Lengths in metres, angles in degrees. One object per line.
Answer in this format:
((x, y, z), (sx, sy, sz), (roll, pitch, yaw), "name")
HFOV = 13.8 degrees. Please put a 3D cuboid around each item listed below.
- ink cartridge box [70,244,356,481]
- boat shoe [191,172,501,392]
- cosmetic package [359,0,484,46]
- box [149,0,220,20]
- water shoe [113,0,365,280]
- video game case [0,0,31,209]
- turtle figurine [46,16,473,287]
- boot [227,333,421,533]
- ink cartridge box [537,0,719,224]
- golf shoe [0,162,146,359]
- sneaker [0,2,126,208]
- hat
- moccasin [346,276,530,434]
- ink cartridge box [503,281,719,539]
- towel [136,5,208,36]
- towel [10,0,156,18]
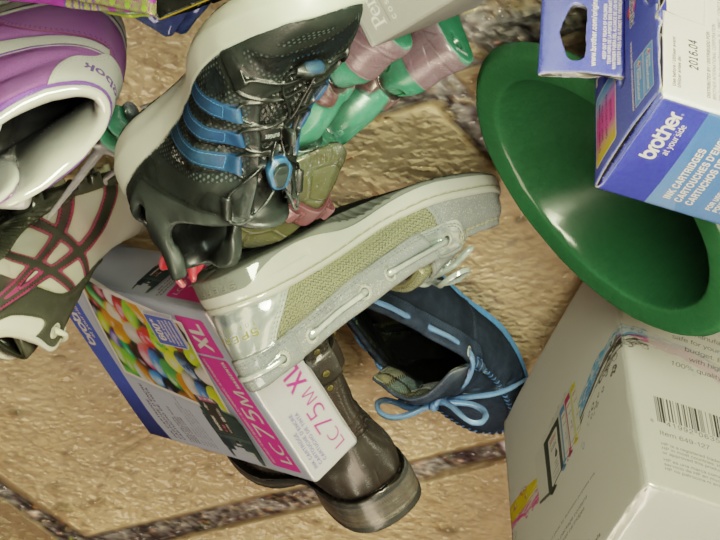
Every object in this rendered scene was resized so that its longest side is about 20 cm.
((-0.095, 0.044, 1.584), (0.200, 0.042, 0.120), (14, 141, 56), "ink cartridge box")
((0.001, 0.000, 1.494), (0.074, 0.065, 0.201), (-15, -173, 43), "boat shoe")
((0.067, -0.184, 1.232), (0.200, 0.090, 0.107), (-30, 88, 39), "cosmetic package")
((-0.026, -0.208, 1.199), (0.199, 0.049, 0.161), (-17, 95, 34), "box")
((-0.041, -0.061, 1.281), (0.071, 0.079, 0.200), (-17, 166, -30), "water shoe")
((-0.251, -0.118, 1.406), (0.199, 0.023, 0.183), (3, 120, -6), "video game case")
((-0.046, -0.066, 1.427), (0.200, 0.150, 0.101), (-35, 89, 23), "turtle figurine")
((-0.048, 0.045, 1.647), (0.200, 0.069, 0.175), (23, 146, 55), "boot")
((0.180, -0.090, 1.343), (0.199, 0.137, 0.076), (18, 139, -15), "ink cartridge box")
((-0.171, 0.000, 1.525), (0.077, 0.089, 0.199), (-17, -177, 43), "golf shoe")
((-0.203, -0.060, 1.365), (0.199, 0.115, 0.073), (-23, 121, 11), "sneaker")
((0.183, -0.079, 1.468), (0.200, 0.176, 0.165), (54, 157, -12), "hat")
((0.028, 0.045, 1.644), (0.080, 0.069, 0.200), (-14, 142, 30), "moccasin")
((0.172, 0.117, 1.575), (0.146, 0.201, 0.145), (19, 125, -15), "ink cartridge box")
((-0.127, -0.193, 1.324), (0.199, 0.024, 0.145), (27, 129, -23), "towel")
((-0.162, -0.187, 1.252), (0.199, 0.023, 0.145), (13, 111, 31), "towel")
